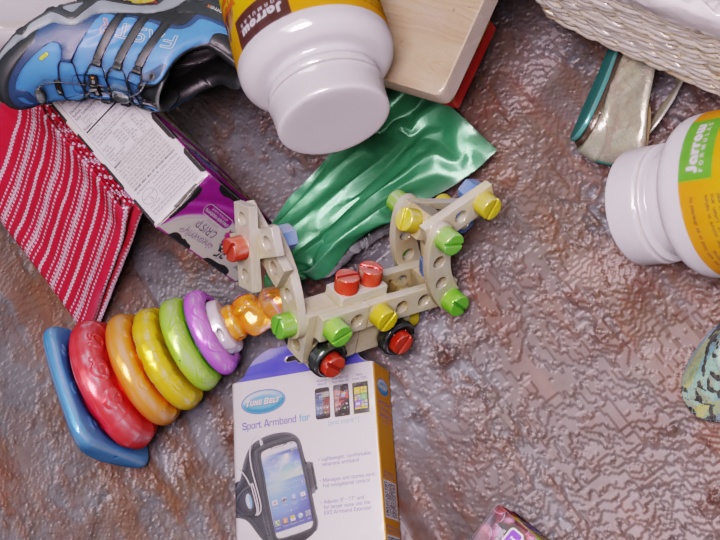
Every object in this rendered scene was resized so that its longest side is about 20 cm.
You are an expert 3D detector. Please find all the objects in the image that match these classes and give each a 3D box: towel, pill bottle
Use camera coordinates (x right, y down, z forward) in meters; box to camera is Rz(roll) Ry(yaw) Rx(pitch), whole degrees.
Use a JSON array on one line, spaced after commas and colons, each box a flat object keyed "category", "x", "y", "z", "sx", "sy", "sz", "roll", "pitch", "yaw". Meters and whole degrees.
[{"category": "towel", "x": -0.262, "y": -0.060, "z": 1.037, "sx": 0.200, "sy": 0.022, "sz": 0.145, "roll": 47, "pitch": 127, "yaw": 28}, {"category": "pill bottle", "x": -0.042, "y": -0.184, "z": 0.846, "sx": 0.109, "sy": 0.109, "sz": 0.200, "roll": -23, "pitch": 64, "yaw": 14}, {"category": "pill bottle", "x": 0.262, "y": -0.053, "z": 0.783, "sx": 0.200, "sy": 0.111, "sz": 0.111, "roll": -7, "pitch": 68, "yaw": 47}]

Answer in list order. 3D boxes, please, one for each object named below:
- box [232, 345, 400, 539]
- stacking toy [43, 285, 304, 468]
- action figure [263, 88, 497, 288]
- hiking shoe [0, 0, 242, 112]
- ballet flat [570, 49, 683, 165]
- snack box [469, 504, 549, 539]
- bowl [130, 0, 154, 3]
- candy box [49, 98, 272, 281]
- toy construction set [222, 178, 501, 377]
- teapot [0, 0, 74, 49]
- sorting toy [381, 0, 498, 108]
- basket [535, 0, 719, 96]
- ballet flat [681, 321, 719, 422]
[{"category": "box", "x": -0.034, "y": 0.153, "z": 0.906, "sx": 0.119, "sy": 0.041, "sz": 0.201, "roll": -10, "pitch": 67, "yaw": 19}, {"category": "stacking toy", "x": -0.133, "y": 0.059, "z": 0.936, "sx": 0.200, "sy": 0.116, "sz": 0.110, "roll": -28, "pitch": 65, "yaw": 9}, {"category": "action figure", "x": -0.003, "y": -0.057, "z": 0.950, "sx": 0.200, "sy": 0.055, "sz": 0.118, "roll": -44, "pitch": 63, "yaw": -1}, {"category": "hiking shoe", "x": -0.173, "y": -0.153, "z": 0.891, "sx": 0.199, "sy": 0.074, "sz": 0.087, "roll": -18, "pitch": 58, "yaw": -3}, {"category": "ballet flat", "x": 0.215, "y": -0.168, "z": 0.905, "sx": 0.062, "sy": 0.067, "sz": 0.201, "roll": 21, "pitch": 85, "yaw": -2}, {"category": "snack box", "x": 0.088, "y": 0.280, "z": 0.807, "sx": 0.142, "sy": 0.053, "sz": 0.200, "roll": 37, "pitch": 89, "yaw": 26}, {"category": "bowl", "x": -0.165, "y": -0.267, "z": 0.999, "sx": 0.200, "sy": 0.107, "sz": 0.201, "roll": -37, "pitch": 45, "yaw": 50}, {"category": "candy box", "x": -0.166, "y": -0.093, "z": 0.983, "sx": 0.061, "sy": 0.136, "sz": 0.200, "roll": -44, "pitch": 62, "yaw": 2}, {"category": "toy construction set", "x": 0.000, "y": 0.000, "z": 0.873, "sx": 0.199, "sy": 0.131, "sz": 0.092, "roll": -5, "pitch": 36, "yaw": -22}, {"category": "teapot", "x": -0.326, "y": -0.263, "z": 1.102, "sx": 0.200, "sy": 0.146, "sz": 0.198, "roll": -21, "pitch": 85, "yaw": -21}, {"category": "sorting toy", "x": 0.033, "y": -0.231, "z": 0.928, "sx": 0.200, "sy": 0.070, "sz": 0.199, "roll": 21, "pitch": 84, "yaw": 32}, {"category": "basket", "x": 0.217, "y": -0.241, "z": 0.787, "sx": 0.200, "sy": 0.161, "sz": 0.199, "roll": 31, "pitch": 91, "yaw": 32}, {"category": "ballet flat", "x": 0.295, "y": 0.029, "z": 0.795, "sx": 0.200, "sy": 0.074, "sz": 0.074, "roll": -36, "pitch": 64, "yaw": 8}]
